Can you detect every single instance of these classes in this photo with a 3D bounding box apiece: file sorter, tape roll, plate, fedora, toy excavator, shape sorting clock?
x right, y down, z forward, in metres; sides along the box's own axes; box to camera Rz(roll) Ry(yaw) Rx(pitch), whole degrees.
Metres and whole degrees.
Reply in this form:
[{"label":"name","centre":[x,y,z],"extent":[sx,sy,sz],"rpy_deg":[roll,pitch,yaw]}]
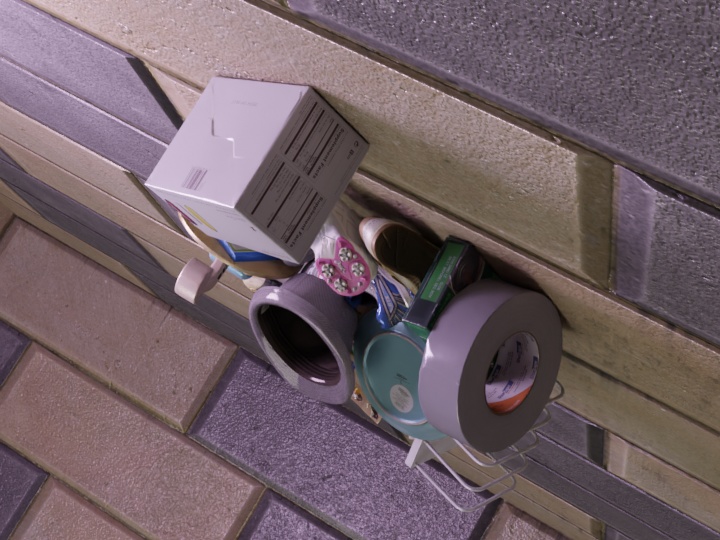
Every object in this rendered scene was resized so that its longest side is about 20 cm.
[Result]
[{"label":"file sorter","centre":[0.176,0.218,1.651],"extent":[0.124,0.138,0.202],"rpy_deg":[43,131,30]},{"label":"tape roll","centre":[0.159,0.114,1.426],"extent":[0.066,0.202,0.200],"rpy_deg":[21,164,42]},{"label":"plate","centre":[0.060,0.144,1.613],"extent":[0.199,0.025,0.203],"rpy_deg":[19,121,35]},{"label":"fedora","centre":[-0.063,0.080,1.630],"extent":[0.176,0.090,0.201],"rpy_deg":[6,134,43]},{"label":"toy excavator","centre":[-0.193,-0.024,1.766],"extent":[0.099,0.201,0.195],"rpy_deg":[29,168,9]},{"label":"shape sorting clock","centre":[-0.167,-0.055,1.663],"extent":[0.198,0.039,0.201],"rpy_deg":[27,-149,-18]}]

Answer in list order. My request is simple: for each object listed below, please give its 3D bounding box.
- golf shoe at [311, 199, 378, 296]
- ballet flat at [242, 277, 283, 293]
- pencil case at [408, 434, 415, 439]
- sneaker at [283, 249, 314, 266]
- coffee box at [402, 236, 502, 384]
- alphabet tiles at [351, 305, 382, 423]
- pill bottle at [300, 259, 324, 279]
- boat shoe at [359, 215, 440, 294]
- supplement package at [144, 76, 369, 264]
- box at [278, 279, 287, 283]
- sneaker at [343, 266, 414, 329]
[{"label":"golf shoe","centre":[-0.043,-0.065,1.491],"extent":[0.201,0.075,0.091],"rpy_deg":[60,-150,-3]},{"label":"ballet flat","centre":[-0.114,0.067,1.905],"extent":[0.200,0.057,0.066],"rpy_deg":[40,162,-24]},{"label":"pencil case","centre":[0.097,0.143,1.670],"extent":[0.077,0.090,0.202],"rpy_deg":[13,126,0]},{"label":"sneaker","centre":[-0.080,-0.069,1.576],"extent":[0.200,0.098,0.079],"rpy_deg":[44,-154,-64]},{"label":"coffee box","centre":[0.138,0.061,1.467],"extent":[0.044,0.124,0.200],"rpy_deg":[17,160,41]},{"label":"alphabet tiles","centre":[0.025,0.124,1.662],"extent":[0.166,0.006,0.201],"rpy_deg":[41,133,14]},{"label":"pill bottle","centre":[-0.035,0.029,1.790],"extent":[0.113,0.115,0.200],"rpy_deg":[34,168,-13]},{"label":"boat shoe","centre":[0.072,-0.011,1.489],"extent":[0.200,0.074,0.066],"rpy_deg":[42,180,-40]},{"label":"supplement package","centre":[-0.118,-0.116,1.315],"extent":[0.111,0.157,0.199],"rpy_deg":[40,165,-36]},{"label":"box","centre":[-0.075,0.023,1.953],"extent":[0.199,0.078,0.095],"rpy_deg":[31,168,6]},{"label":"sneaker","centre":[0.000,0.000,1.586],"extent":[0.200,0.085,0.077],"rpy_deg":[47,178,33]}]
